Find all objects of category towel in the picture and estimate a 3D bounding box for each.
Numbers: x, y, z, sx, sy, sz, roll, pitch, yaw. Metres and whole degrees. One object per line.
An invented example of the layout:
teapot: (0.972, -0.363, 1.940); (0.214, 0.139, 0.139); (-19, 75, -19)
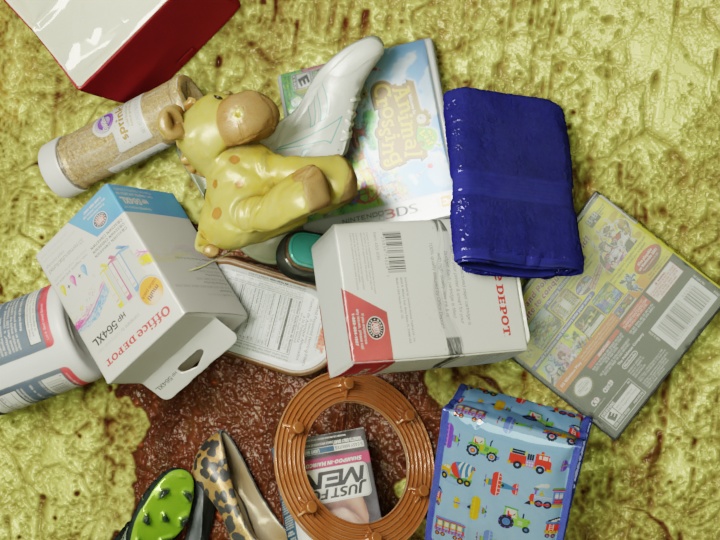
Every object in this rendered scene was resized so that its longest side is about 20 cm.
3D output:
towel: (0.154, -0.088, 1.401); (0.146, 0.050, 0.202); (6, 68, -21)

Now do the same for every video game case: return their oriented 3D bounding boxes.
video game case: (0.264, 0.048, 1.444); (0.180, 0.025, 0.201); (38, 99, 8)
video game case: (0.011, -0.139, 1.479); (0.180, 0.022, 0.202); (-12, 82, 11)

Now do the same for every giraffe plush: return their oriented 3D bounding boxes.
giraffe plush: (-0.118, -0.112, 1.366); (0.199, 0.173, 0.163); (-24, 90, 4)

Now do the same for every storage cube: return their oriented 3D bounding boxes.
storage cube: (-0.267, -0.303, 1.462); (0.200, 0.180, 0.171); (-42, 84, 8)

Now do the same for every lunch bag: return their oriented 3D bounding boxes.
lunch bag: (0.152, 0.244, 1.442); (0.149, 0.094, 0.202); (14, 106, 14)

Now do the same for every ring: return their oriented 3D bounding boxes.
ring: (-0.001, 0.204, 1.435); (0.019, 0.199, 0.202); (-31, 84, 54)

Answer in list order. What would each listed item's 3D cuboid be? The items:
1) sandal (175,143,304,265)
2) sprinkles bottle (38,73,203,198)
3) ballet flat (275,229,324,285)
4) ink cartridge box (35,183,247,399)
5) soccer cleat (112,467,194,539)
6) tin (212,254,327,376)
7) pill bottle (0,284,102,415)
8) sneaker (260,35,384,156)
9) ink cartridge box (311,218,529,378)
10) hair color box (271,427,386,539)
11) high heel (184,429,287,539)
sandal: (-0.142, -0.084, 1.504); (0.080, 0.057, 0.201); (-44, 85, 9)
sprinkles bottle: (-0.266, -0.150, 1.507); (0.199, 0.068, 0.069); (-24, 87, 21)
ballet flat: (0.000, 0.000, 1.466); (0.198, 0.068, 0.069); (16, 65, -15)
ink cartridge box: (-0.232, 0.027, 1.461); (0.128, 0.125, 0.201); (-41, 70, 19)
soccer cleat: (-0.248, 0.302, 1.520); (0.067, 0.081, 0.201); (16, 105, -34)
tin: (-0.110, 0.052, 1.513); (0.198, 0.042, 0.113); (16, 99, 10)
pill bottle: (-0.400, 0.098, 1.530); (0.198, 0.120, 0.121); (-20, 88, 11)
sneaker: (-0.033, -0.165, 1.451); (0.080, 0.070, 0.201); (42, 103, 8)
ink cartridge box: (0.061, 0.028, 1.396); (0.198, 0.083, 0.148); (-3, 75, -21)
hair color box: (-0.028, 0.279, 1.453); (0.099, 0.061, 0.202); (-8, 77, -16)
high heel: (-0.103, 0.265, 1.498); (0.198, 0.071, 0.144); (12, 98, 18)
